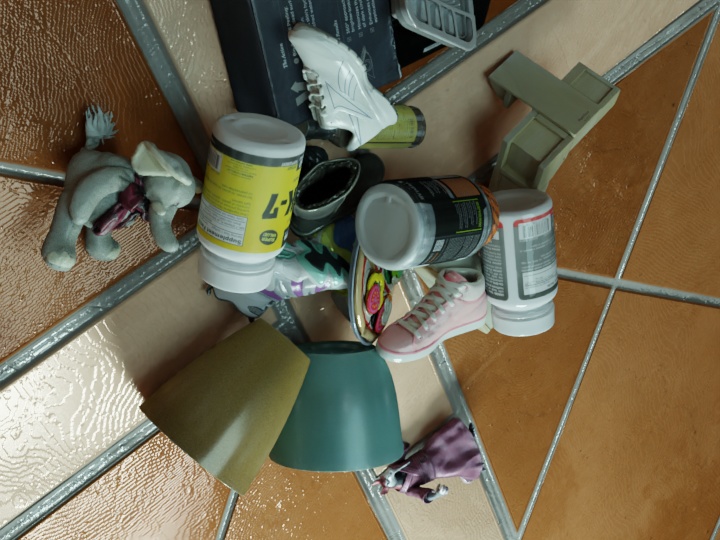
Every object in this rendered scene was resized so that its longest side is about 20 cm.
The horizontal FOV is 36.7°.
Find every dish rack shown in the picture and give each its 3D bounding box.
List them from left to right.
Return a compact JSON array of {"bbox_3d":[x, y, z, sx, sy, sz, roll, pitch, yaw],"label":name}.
[{"bbox_3d":[0.086,-0.391,1.415,0.171,0.043,0.201,6,78,-53],"label":"dish rack"}]

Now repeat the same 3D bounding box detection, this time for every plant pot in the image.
[{"bbox_3d":[-0.167,0.169,1.484,0.200,0.186,0.186,-50,131,-8],"label":"plant pot"},{"bbox_3d":[-0.036,0.190,1.595,0.200,0.200,0.161,-5,98,-36],"label":"plant pot"}]

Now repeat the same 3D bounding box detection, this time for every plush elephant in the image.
[{"bbox_3d":[-0.266,-0.087,1.300,0.165,0.154,0.201,9,91,-81],"label":"plush elephant"}]

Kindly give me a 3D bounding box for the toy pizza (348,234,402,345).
[{"bbox_3d":[0.028,0.009,1.566,0.200,0.032,0.201,5,90,-72],"label":"toy pizza"}]

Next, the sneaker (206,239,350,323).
[{"bbox_3d":[-0.118,0.024,1.518,0.199,0.078,0.140,14,124,-18],"label":"sneaker"}]

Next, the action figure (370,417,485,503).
[{"bbox_3d":[0.106,0.327,1.848,0.200,0.134,0.149,-21,165,-14],"label":"action figure"}]

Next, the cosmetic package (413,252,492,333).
[{"bbox_3d":[0.146,0.002,1.702,0.073,0.103,0.200,-50,130,-9],"label":"cosmetic package"}]

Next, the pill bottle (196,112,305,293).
[{"bbox_3d":[-0.139,-0.082,1.335,0.114,0.114,0.200,-6,122,-35],"label":"pill bottle"}]

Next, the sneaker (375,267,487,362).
[{"bbox_3d":[0.105,0.055,1.587,0.200,0.075,0.105,-22,130,-30],"label":"sneaker"}]

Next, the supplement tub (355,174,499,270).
[{"bbox_3d":[0.098,-0.069,1.504,0.200,0.122,0.123,-9,116,-48],"label":"supplement tub"}]

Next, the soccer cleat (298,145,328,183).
[{"bbox_3d":[-0.117,-0.109,1.464,0.200,0.081,0.068,-28,125,-25],"label":"soccer cleat"}]

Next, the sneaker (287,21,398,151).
[{"bbox_3d":[-0.030,-0.222,1.334,0.087,0.074,0.200,-46,130,-4],"label":"sneaker"}]

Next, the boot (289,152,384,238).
[{"bbox_3d":[-0.027,-0.120,1.460,0.182,0.073,0.200,-44,173,-14],"label":"boot"}]

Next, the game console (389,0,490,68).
[{"bbox_3d":[0.082,-0.400,1.526,0.200,0.116,0.176,-30,155,-23],"label":"game console"}]

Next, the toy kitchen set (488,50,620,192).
[{"bbox_3d":[0.267,-0.221,1.711,0.200,0.163,0.181,-44,163,-23],"label":"toy kitchen set"}]

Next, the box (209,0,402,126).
[{"bbox_3d":[-0.070,-0.312,1.383,0.200,0.117,0.197,-28,125,-26],"label":"box"}]

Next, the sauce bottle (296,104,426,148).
[{"bbox_3d":[-0.001,-0.203,1.522,0.200,0.065,0.065,-4,112,-37],"label":"sauce bottle"}]

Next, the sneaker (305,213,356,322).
[{"bbox_3d":[0.000,0.000,1.608,0.105,0.076,0.200,-40,128,-17],"label":"sneaker"}]

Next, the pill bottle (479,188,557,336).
[{"bbox_3d":[0.237,-0.012,1.629,0.114,0.114,0.201,-20,115,-29],"label":"pill bottle"}]
